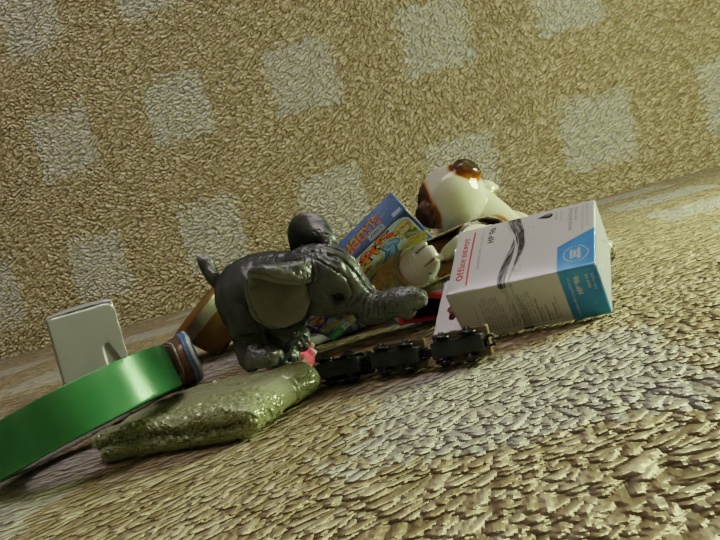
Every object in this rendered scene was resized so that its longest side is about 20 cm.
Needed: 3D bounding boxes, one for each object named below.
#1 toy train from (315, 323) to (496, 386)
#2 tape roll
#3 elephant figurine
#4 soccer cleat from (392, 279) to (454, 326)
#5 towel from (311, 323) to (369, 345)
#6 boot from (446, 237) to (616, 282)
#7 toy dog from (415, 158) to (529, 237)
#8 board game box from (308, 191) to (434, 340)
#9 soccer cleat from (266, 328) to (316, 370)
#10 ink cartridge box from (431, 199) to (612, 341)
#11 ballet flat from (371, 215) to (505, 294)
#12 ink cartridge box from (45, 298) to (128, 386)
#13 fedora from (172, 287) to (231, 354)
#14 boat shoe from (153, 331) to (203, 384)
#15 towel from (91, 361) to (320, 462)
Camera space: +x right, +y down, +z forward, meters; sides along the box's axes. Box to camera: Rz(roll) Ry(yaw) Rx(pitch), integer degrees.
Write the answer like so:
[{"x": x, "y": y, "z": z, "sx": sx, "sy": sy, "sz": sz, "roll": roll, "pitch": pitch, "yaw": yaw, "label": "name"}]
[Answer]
[{"x": 0.044, "y": 0.085, "z": 0.763, "sx": 0.198, "sy": 0.035, "sz": 0.046, "roll": -14, "pitch": -9, "yaw": 30, "label": "toy train"}, {"x": -0.277, "y": 0.141, "z": 0.766, "sx": 0.199, "sy": 0.049, "sz": 0.200, "roll": -29, "pitch": -2, "yaw": -1, "label": "tape roll"}, {"x": -0.055, "y": 0.012, "z": 0.802, "sx": 0.154, "sy": 0.143, "sz": 0.200, "roll": 13, "pitch": -38, "yaw": -36, "label": "elephant figurine"}, {"x": 0.131, "y": 0.034, "z": 1.023, "sx": 0.197, "sy": 0.069, "sz": 0.073, "roll": -10, "pitch": 30, "yaw": -5, "label": "soccer cleat"}, {"x": -0.042, "y": 0.084, "z": 1.194, "sx": 0.198, "sy": 0.024, "sz": 0.146, "roll": -17, "pitch": 5, "yaw": -28, "label": "towel"}, {"x": 0.220, "y": 0.001, "z": 0.970, "sx": 0.199, "sy": 0.074, "sz": 0.150, "roll": -23, "pitch": -6, "yaw": 31, "label": "boot"}, {"x": 0.160, "y": -0.064, "z": 1.108, "sx": 0.140, "sy": 0.200, "sz": 0.194, "roll": -44, "pitch": 22, "yaw": 11, "label": "toy dog"}, {"x": 0.000, "y": 0.000, "z": 1.010, "sx": 0.200, "sy": 0.035, "sz": 0.135, "roll": -44, "pitch": -27, "yaw": 7, "label": "board game box"}, {"x": -0.099, "y": 0.103, "z": 0.965, "sx": 0.077, "sy": 0.067, "sz": 0.200, "roll": -50, "pitch": 9, "yaw": 6, "label": "soccer cleat"}, {"x": 0.164, "y": 0.004, "z": 0.837, "sx": 0.198, "sy": 0.068, "sz": 0.117, "roll": -14, "pitch": 33, "yaw": 26, "label": "ink cartridge box"}, {"x": 0.104, "y": -0.019, "z": 0.979, "sx": 0.198, "sy": 0.071, "sz": 0.071, "roll": -23, "pitch": 5, "yaw": -15, "label": "ballet flat"}, {"x": -0.351, "y": 0.117, "z": 1.014, "sx": 0.085, "sy": 0.149, "sz": 0.200, "roll": -16, "pitch": 3, "yaw": -19, "label": "ink cartridge box"}, {"x": -0.243, "y": 0.083, "z": 1.336, "sx": 0.201, "sy": 0.082, "sz": 0.201, "roll": -51, "pitch": 2, "yaw": 3, "label": "fedora"}, {"x": -0.272, "y": 0.137, "z": 1.080, "sx": 0.072, "sy": 0.073, "sz": 0.200, "roll": -22, "pitch": -4, "yaw": -26, "label": "boat shoe"}, {"x": -0.151, "y": 0.137, "z": 0.758, "sx": 0.198, "sy": 0.037, "sz": 0.148, "roll": -14, "pitch": 5, "yaw": 26, "label": "towel"}]
